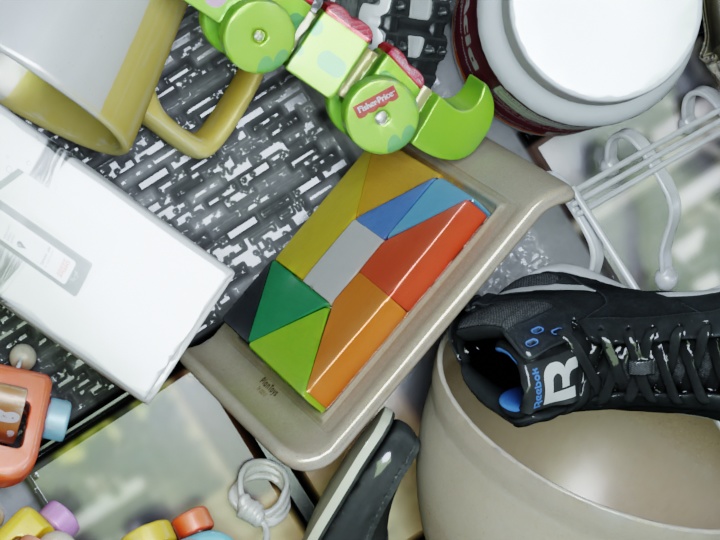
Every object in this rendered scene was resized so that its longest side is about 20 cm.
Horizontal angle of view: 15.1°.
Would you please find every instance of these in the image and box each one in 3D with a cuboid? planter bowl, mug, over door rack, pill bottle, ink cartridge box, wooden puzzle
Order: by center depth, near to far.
[{"bbox_3d":[0.111,-0.130,1.407,0.113,0.200,0.115,0,90,-4],"label":"pill bottle"},{"bbox_3d":[0.000,0.000,1.411,0.200,0.185,0.037,-46,117,-4],"label":"wooden puzzle"},{"bbox_3d":[-0.169,-0.021,1.415,0.199,0.146,0.085,35,86,-4],"label":"ink cartridge box"},{"bbox_3d":[0.113,0.131,1.428,0.199,0.201,0.136,18,115,-4],"label":"planter bowl"},{"bbox_3d":[-0.143,-0.157,1.439,0.149,0.187,0.154,23,78,28],"label":"mug"},{"bbox_3d":[0.191,0.010,1.442,0.147,0.067,0.200,-29,72,-37],"label":"over door rack"}]

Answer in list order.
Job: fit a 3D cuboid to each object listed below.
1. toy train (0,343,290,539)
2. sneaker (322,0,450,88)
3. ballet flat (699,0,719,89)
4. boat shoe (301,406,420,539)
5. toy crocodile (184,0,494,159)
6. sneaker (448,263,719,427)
[{"bbox_3d":[-0.134,0.121,1.443,0.199,0.056,0.151,18,66,-7],"label":"toy train"},{"bbox_3d":[0.015,-0.196,1.454,0.066,0.090,0.202,4,102,-47],"label":"sneaker"},{"bbox_3d":[0.197,-0.182,1.470,0.046,0.067,0.202,-4,84,-23],"label":"ballet flat"},{"bbox_3d":[-0.009,0.159,1.435,0.063,0.074,0.202,26,119,4],"label":"boat shoe"},{"bbox_3d":[-0.022,-0.114,1.384,0.199,0.068,0.062,32,94,-15],"label":"toy crocodile"},{"bbox_3d":[0.132,0.050,1.330,0.199,0.112,0.074,8,111,38],"label":"sneaker"}]
